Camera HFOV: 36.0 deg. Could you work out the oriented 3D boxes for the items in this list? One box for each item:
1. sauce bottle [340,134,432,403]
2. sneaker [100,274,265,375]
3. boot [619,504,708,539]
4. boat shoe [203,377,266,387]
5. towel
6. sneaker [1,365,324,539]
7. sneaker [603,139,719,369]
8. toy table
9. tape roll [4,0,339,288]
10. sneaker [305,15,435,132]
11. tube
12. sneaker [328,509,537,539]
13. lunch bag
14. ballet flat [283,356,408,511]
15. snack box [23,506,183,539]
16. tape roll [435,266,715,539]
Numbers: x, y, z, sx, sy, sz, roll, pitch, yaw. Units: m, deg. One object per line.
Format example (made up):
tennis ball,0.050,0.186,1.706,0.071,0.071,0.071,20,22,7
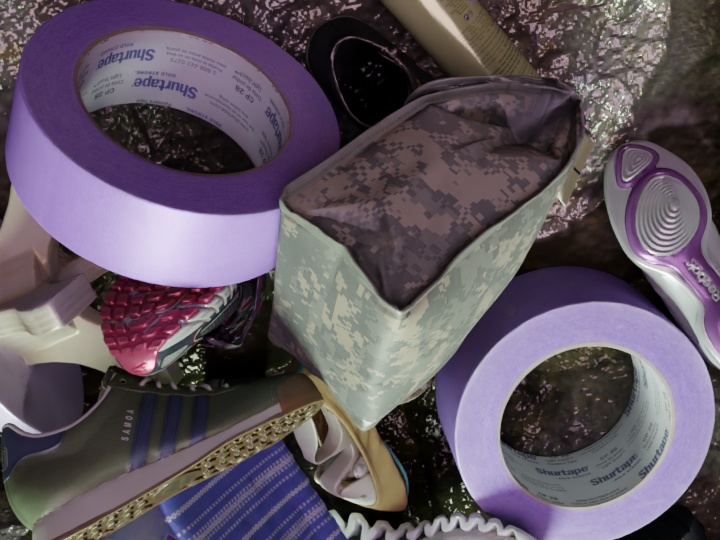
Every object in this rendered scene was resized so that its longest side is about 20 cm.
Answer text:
sauce bottle,0.000,0.000,0.814,0.064,0.065,0.201,-16,108,-1
sneaker,-0.103,0.023,0.737,0.080,0.200,0.075,-2,108,16
boot,0.245,0.317,0.937,0.200,0.076,0.168,-37,105,0
boat shoe,-0.074,0.174,0.864,0.066,0.070,0.201,-11,101,-1
towel,-0.052,0.194,0.756,0.024,0.145,0.200,-35,89,28
sneaker,-0.125,0.090,0.681,0.200,0.067,0.090,-26,72,-26
sneaker,0.239,-0.003,0.837,0.075,0.100,0.201,-29,85,-1
toy table,-0.212,0.012,0.744,0.117,0.184,0.200,-22,116,17
tape roll,-0.116,-0.085,0.697,0.199,0.201,0.066,16,133,-11
sneaker,0.044,-0.091,0.766,0.200,0.106,0.075,37,100,-16
tube,0.093,-0.137,0.783,0.058,0.052,0.200,-45,106,-1
sneaker,0.047,0.232,0.846,0.199,0.081,0.075,-7,139,26
lunch bag,0.046,-0.024,0.698,0.200,0.164,0.118,-38,70,-25
ballet flat,-0.017,0.129,0.828,0.063,0.068,0.200,-46,135,-30
snack box,-0.187,0.205,0.777,0.068,0.169,0.200,35,120,-16
tape roll,0.162,0.104,0.855,0.199,0.085,0.201,-2,109,-6
